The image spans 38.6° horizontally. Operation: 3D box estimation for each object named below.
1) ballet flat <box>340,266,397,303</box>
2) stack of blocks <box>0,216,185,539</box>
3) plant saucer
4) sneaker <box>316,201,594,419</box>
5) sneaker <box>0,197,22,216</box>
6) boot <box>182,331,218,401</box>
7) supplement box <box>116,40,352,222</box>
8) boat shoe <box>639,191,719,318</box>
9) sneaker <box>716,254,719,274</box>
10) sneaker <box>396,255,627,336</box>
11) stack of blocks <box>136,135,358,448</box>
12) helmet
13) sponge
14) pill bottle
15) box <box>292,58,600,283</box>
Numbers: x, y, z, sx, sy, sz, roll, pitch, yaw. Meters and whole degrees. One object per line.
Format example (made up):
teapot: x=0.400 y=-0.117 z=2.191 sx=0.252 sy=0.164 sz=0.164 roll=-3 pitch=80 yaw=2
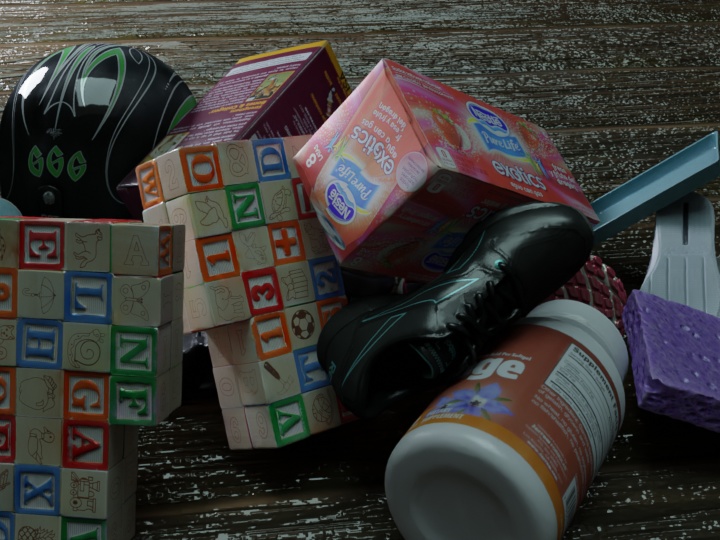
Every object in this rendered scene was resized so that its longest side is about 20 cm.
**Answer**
ballet flat: x=0.000 y=0.000 z=0.839 sx=0.072 sy=0.074 sz=0.200 roll=4 pitch=16 yaw=5
stack of blocks: x=-0.171 y=0.070 z=0.625 sx=0.113 sy=0.203 sz=0.059 roll=3 pitch=4 yaw=5
plant saucer: x=0.235 y=-0.056 z=0.921 sx=0.199 sy=0.019 sz=0.070 roll=-33 pitch=15 yaw=30
sneaker: x=0.067 y=0.031 z=0.655 sx=0.199 sy=0.076 sz=0.079 roll=-32 pitch=27 yaw=6
sneaker: x=-0.258 y=0.024 z=0.754 sx=0.073 sy=0.081 sz=0.202 roll=23 pitch=48 yaw=-44
boot: x=-0.087 y=0.011 z=0.836 sx=0.163 sy=0.066 sz=0.201 roll=-26 pitch=25 yaw=10
supplement box: x=-0.096 y=-0.100 z=0.870 sx=0.109 sy=0.086 sz=0.201 roll=-3 pitch=39 yaw=38
boat shoe: x=0.270 y=0.020 z=0.859 sx=0.071 sy=0.062 sz=0.201 roll=3 pitch=47 yaw=23
sneaker: x=0.362 y=0.025 z=0.874 sx=0.118 sy=0.074 sz=0.200 roll=43 pitch=16 yaw=2
sneaker: x=0.127 y=0.022 z=0.852 sx=0.197 sy=0.075 sz=0.082 roll=9 pitch=71 yaw=-8
stack of blocks: x=-0.072 y=0.016 z=0.707 sx=0.114 sy=0.203 sz=0.058 roll=-13 pitch=1 yaw=-42
helmet: x=-0.232 y=-0.111 z=0.934 sx=0.197 sy=0.194 sz=0.200 roll=8 pitch=-8 yaw=1
sponge: x=0.285 y=0.082 z=0.733 sx=0.197 sy=0.030 sz=0.112 roll=18 pitch=32 yaw=-6
pill bottle: x=0.106 y=0.101 z=0.672 sx=0.111 sy=0.114 sz=0.200 roll=16 pitch=33 yaw=25
box: x=0.064 y=-0.055 z=0.719 sx=0.199 sy=0.103 sz=0.095 roll=10 pitch=46 yaw=-47
